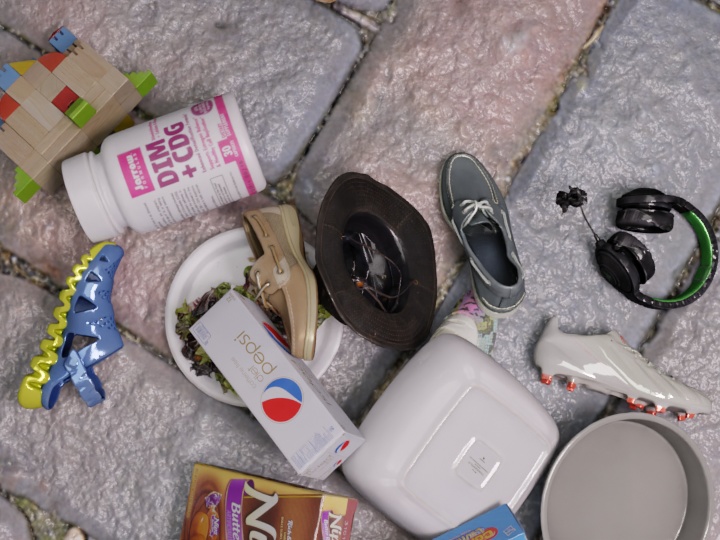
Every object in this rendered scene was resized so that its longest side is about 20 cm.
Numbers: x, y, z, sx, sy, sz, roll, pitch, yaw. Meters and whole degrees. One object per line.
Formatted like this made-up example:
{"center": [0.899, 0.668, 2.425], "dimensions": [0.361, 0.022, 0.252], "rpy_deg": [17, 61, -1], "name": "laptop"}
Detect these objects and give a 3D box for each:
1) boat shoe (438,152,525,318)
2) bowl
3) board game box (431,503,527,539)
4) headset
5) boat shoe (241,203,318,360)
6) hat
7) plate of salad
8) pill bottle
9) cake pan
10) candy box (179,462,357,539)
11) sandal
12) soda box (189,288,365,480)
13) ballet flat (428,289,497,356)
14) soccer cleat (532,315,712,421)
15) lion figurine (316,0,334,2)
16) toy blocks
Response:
{"center": [0.135, -0.050, 1.250], "dimensions": [0.072, 0.062, 0.201], "rpy_deg": [-10, 66, -7], "name": "boat shoe"}
{"center": [0.105, 0.188, 1.186], "dimensions": [0.200, 0.075, 0.200], "rpy_deg": [40, 83, -22], "name": "bowl"}
{"center": [0.101, 0.366, 1.164], "dimensions": [0.199, 0.056, 0.197], "rpy_deg": [-26, 114, -3], "name": "board game box"}
{"center": [0.302, -0.037, 1.248], "dimensions": [0.199, 0.094, 0.124], "rpy_deg": [26, 82, -8], "name": "headset"}
{"center": [-0.085, 0.013, 1.204], "dimensions": [0.064, 0.071, 0.201], "rpy_deg": [-4, 47, -13], "name": "boat shoe"}
{"center": [0.000, 0.000, 1.245], "dimensions": [0.200, 0.081, 0.202], "rpy_deg": [22, 56, -37], "name": "hat"}
{"center": [-0.117, 0.049, 1.261], "dimensions": [0.199, 0.048, 0.201], "rpy_deg": [0, 82, 0], "name": "plate of salad"}
{"center": [-0.213, -0.108, 1.250], "dimensions": [0.199, 0.113, 0.114], "rpy_deg": [-21, 82, -3], "name": "pill bottle"}
{"center": [0.275, 0.247, 1.210], "dimensions": [0.199, 0.037, 0.202], "rpy_deg": [-1, 92, -15], "name": "cake pan"}
{"center": [-0.100, 0.269, 1.167], "dimensions": [0.199, 0.056, 0.117], "rpy_deg": [3, 79, 42], "name": "candy box"}
{"center": [-0.295, 0.067, 1.250], "dimensions": [0.087, 0.079, 0.201], "rpy_deg": [21, 91, 0], "name": "sandal"}
{"center": [-0.085, 0.115, 1.165], "dimensions": [0.064, 0.068, 0.200], "rpy_deg": [-42, 66, 5], "name": "soda box"}
{"center": [0.092, 0.110, 1.235], "dimensions": [0.069, 0.071, 0.201], "rpy_deg": [15, 82, 41], "name": "ballet flat"}
{"center": [0.286, 0.106, 1.243], "dimensions": [0.199, 0.069, 0.078], "rpy_deg": [17, 79, 5], "name": "soccer cleat"}
{"center": [-0.094, -0.385, 1.321], "dimensions": [0.199, 0.072, 0.123], "rpy_deg": [18, 92, 17], "name": "lion figurine"}
{"center": [-0.347, -0.187, 1.283], "dimensions": [0.137, 0.100, 0.200], "rpy_deg": [40, 83, 17], "name": "toy blocks"}
